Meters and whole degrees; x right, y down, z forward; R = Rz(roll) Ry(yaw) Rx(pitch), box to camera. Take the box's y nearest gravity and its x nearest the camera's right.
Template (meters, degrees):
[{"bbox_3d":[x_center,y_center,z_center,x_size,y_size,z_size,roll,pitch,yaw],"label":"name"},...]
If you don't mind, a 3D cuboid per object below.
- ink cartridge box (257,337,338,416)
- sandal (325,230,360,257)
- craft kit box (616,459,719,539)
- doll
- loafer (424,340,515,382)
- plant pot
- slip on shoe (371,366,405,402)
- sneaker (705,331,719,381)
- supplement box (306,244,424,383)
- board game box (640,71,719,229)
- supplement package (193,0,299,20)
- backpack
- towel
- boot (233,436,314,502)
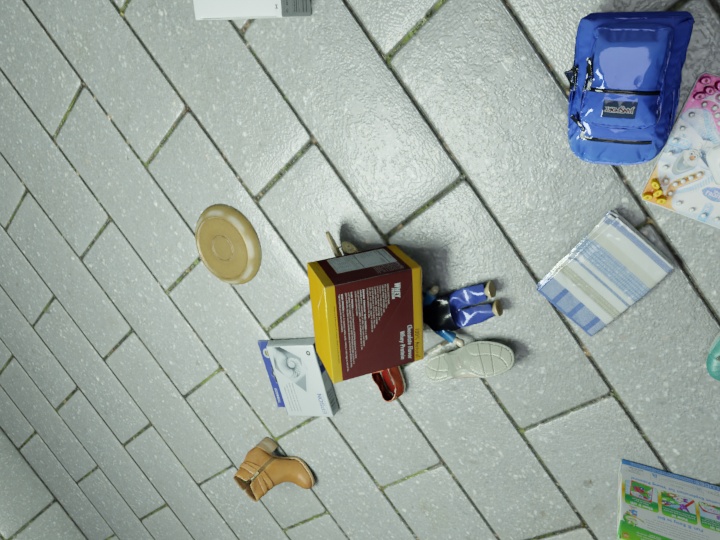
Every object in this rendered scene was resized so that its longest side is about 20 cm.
[{"bbox_3d":[-0.166,0.269,1.382,0.194,0.041,0.206,-6,109,29],"label":"ink cartridge box"},{"bbox_3d":[0.000,-0.002,1.173,0.068,0.078,0.217,-23,108,5],"label":"sandal"},{"bbox_3d":[0.567,0.450,0.989,0.194,0.197,0.050,10,116,23],"label":"craft kit box"},{"bbox_3d":[0.185,0.089,1.116,0.195,0.048,0.140,-18,102,32],"label":"doll"},{"bbox_3d":[0.228,0.190,1.141,0.195,0.062,0.075,-16,72,29],"label":"loafer"},{"bbox_3d":[-0.326,-0.056,1.330,0.194,0.027,0.207,11,116,22],"label":"plant pot"},{"bbox_3d":[0.044,0.201,1.231,0.072,0.061,0.206,-14,104,33],"label":"slip on shoe"},{"bbox_3d":[0.631,0.112,0.874,0.070,0.080,0.203,33,123,9],"label":"sneaker"},{"bbox_3d":[0.011,0.081,1.092,0.193,0.133,0.204,-12,113,-17],"label":"supplement box"},{"bbox_3d":[0.559,-0.162,0.824,0.195,0.026,0.205,24,121,16],"label":"board game box"},{"bbox_3d":[-0.201,-0.543,0.998,0.194,0.111,0.161,9,116,23],"label":"supplement package"},{"bbox_3d":[0.373,-0.256,0.798,0.158,0.167,0.206,14,122,28],"label":"backpack"},{"bbox_3d":[0.425,0.009,0.972,0.146,0.024,0.202,39,126,4],"label":"towel"},{"bbox_3d":[-0.229,0.554,1.472,0.199,0.155,0.077,40,124,5],"label":"boot"}]
